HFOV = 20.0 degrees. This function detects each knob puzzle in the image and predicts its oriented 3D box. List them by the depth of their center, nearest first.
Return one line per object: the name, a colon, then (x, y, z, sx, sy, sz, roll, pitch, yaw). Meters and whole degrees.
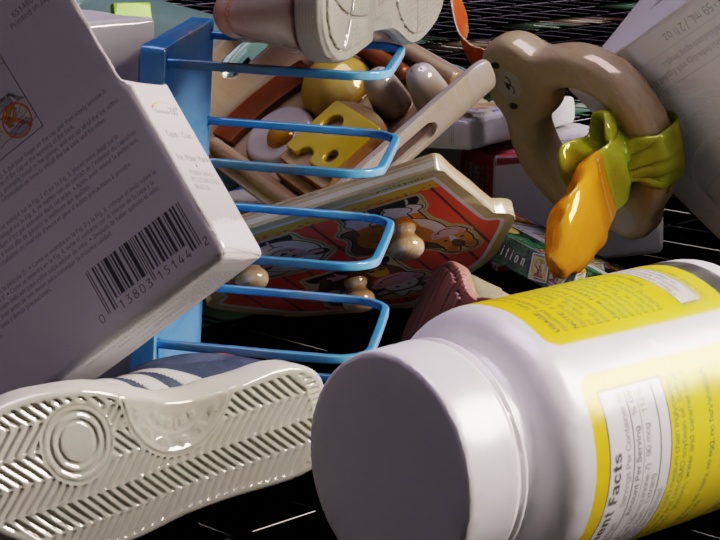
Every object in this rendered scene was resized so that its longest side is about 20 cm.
knob puzzle: (0.000, 0.000, 1.205, 0.218, 0.031, 0.220, -10, -20, -4)

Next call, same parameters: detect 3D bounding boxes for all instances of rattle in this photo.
rattle: (0.091, -0.081, 1.273, 0.200, 0.130, 0.143, 38, 70, 19)

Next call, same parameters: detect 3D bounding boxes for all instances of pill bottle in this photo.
pill bottle: (0.083, 0.064, 0.863, 0.199, 0.115, 0.114, -10, 16, -40)

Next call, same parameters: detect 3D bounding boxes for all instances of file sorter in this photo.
file sorter: (-0.046, -0.018, 1.047, 0.122, 0.202, 0.139, 5, 13, 5)

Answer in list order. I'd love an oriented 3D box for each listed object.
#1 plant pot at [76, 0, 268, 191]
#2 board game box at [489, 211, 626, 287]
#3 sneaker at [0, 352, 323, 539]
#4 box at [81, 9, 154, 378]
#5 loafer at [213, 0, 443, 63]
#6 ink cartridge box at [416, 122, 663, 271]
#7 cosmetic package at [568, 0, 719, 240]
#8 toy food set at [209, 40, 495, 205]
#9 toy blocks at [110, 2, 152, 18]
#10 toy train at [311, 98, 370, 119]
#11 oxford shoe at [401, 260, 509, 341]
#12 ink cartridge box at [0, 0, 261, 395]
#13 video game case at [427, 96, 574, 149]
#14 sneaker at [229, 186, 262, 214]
plant pot: (-0.153, -0.115, 1.510, 0.195, 0.202, 0.200, 14, 18, 29)
board game box: (0.078, -0.030, 1.314, 0.199, 0.024, 0.105, 29, 15, 29)
sneaker: (-0.112, 0.079, 0.918, 0.199, 0.076, 0.084, -4, 5, -41)
box: (-0.185, -0.043, 1.144, 0.097, 0.202, 0.124, -10, 16, -40)
loafer: (-0.011, -0.146, 1.031, 0.062, 0.072, 0.200, 4, 15, 19)
ink cartridge box: (0.108, -0.062, 1.496, 0.143, 0.084, 0.200, -6, 12, -26)
cosmetic package: (0.269, -0.111, 1.261, 0.123, 0.200, 0.199, -49, 6, -23)
toy food set: (-0.026, -0.111, 1.256, 0.143, 0.061, 0.200, -42, 39, -10)
toy blocks: (-0.171, -0.057, 1.295, 0.099, 0.202, 0.136, -6, -1, -30)
toy train: (-0.005, -0.085, 1.291, 0.056, 0.042, 0.201, -5, 46, 16)
oxford shoe: (0.072, 0.046, 1.101, 0.073, 0.071, 0.200, 23, 6, -16)
ink cartridge box: (-0.168, -0.026, 0.931, 0.199, 0.177, 0.045, -35, -12, 20)
video game case: (0.034, -0.110, 1.451, 0.181, 0.023, 0.200, 4, 11, 26)
sneaker: (-0.008, -0.034, 1.385, 0.199, 0.077, 0.111, 3, 21, 45)
